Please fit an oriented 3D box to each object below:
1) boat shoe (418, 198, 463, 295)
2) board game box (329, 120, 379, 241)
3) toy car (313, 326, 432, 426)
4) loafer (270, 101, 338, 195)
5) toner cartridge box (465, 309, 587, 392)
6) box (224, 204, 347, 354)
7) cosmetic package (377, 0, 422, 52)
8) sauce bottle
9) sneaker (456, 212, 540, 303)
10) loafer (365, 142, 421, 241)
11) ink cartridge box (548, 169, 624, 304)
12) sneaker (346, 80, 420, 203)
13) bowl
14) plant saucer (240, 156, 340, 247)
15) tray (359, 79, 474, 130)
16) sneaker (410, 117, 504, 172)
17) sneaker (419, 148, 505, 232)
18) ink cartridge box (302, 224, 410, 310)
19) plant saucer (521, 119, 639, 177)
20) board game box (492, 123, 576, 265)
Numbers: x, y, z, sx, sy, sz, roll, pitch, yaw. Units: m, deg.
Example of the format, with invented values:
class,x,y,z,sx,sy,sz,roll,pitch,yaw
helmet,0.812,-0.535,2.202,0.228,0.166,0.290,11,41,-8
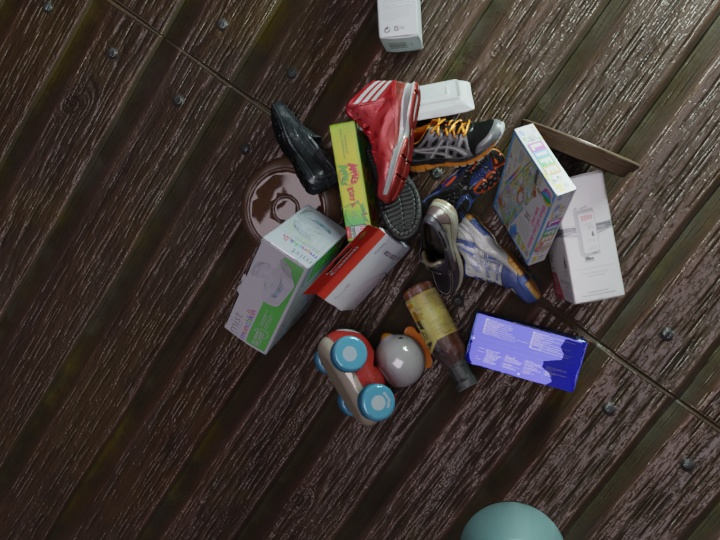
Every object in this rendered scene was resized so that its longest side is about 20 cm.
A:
class,x,y,z,sx,sy,sz,roll,pitch,yaw
boat shoe,0.133,-0.029,1.091,0.072,0.201,0.065,30,56,34
board game box,-0.008,-0.157,1.133,0.047,0.102,0.202,-9,93,9
toy car,0.041,0.159,1.144,0.199,0.184,0.178,-30,88,-18
loafer,-0.104,-0.228,1.156,0.070,0.068,0.202,-24,70,-18
toner cartridge box,0.293,0.143,1.137,0.198,0.043,0.096,16,97,8
box,-0.130,0.012,1.102,0.096,0.177,0.201,32,120,5
cosmetic package,0.066,-0.493,1.093,0.073,0.102,0.202,-1,96,9
sauce bottle,0.145,0.117,1.128,0.066,0.066,0.201,-29,74,11
sneaker,0.231,-0.008,1.127,0.088,0.075,0.200,-46,77,18
loafer,0.064,-0.138,1.114,0.072,0.071,0.202,-15,68,6
ink cartridge box,0.363,-0.056,1.055,0.082,0.147,0.202,-11,92,6
sneaker,0.028,-0.219,1.058,0.114,0.078,0.202,13,88,16
bowl,0.277,0.538,1.144,0.199,0.105,0.203,1,95,11
plant saucer,-0.138,-0.115,1.195,0.198,0.034,0.202,1,95,11
tray,0.095,-0.296,1.106,0.198,0.108,0.022,-8,129,10
sneaker,0.148,-0.223,1.073,0.199,0.079,0.077,-9,132,36
sneaker,0.172,-0.138,1.119,0.200,0.079,0.075,-39,103,14
ink cartridge box,0.000,0.000,1.095,0.057,0.200,0.163,45,101,8
plant saucer,0.349,-0.196,1.021,0.199,0.200,0.030,25,106,7
board game box,0.274,-0.117,1.021,0.034,0.201,0.135,-18,62,-9
